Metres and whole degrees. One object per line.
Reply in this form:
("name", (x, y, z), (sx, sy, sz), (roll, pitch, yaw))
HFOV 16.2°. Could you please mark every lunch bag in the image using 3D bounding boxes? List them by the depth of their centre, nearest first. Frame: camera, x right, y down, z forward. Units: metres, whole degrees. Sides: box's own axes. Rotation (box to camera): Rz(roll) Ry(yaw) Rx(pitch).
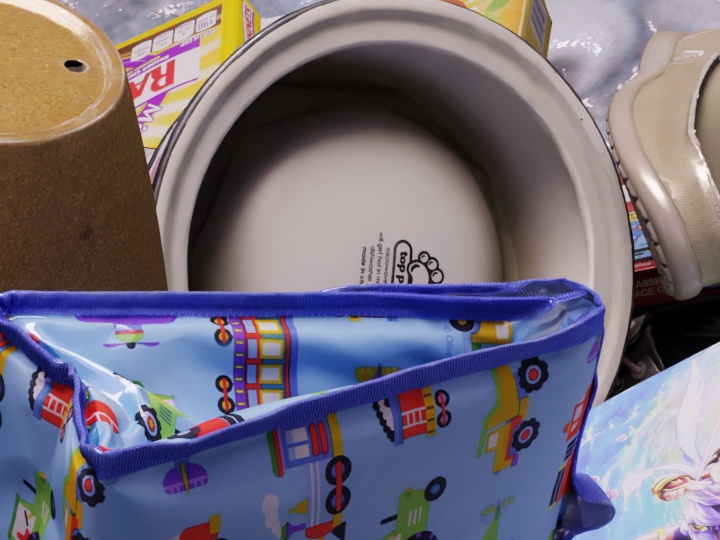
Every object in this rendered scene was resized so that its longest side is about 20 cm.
("lunch bag", (-0.008, 0.082, 0.764), (0.200, 0.151, 0.094), (-6, 32, -26))

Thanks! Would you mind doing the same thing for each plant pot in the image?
("plant pot", (-0.136, 0.013, 0.816), (0.186, 0.200, 0.187), (10, 34, -7))

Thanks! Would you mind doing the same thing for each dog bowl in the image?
("dog bowl", (0.000, 0.000, 0.948), (0.200, 0.200, 0.074), (-37, 13, -23))

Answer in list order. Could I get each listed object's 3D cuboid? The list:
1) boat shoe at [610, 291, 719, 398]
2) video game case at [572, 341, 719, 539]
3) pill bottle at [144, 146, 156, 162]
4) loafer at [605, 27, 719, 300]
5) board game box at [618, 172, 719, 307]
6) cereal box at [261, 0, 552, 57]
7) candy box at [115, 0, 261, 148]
("boat shoe", (0.145, 0.029, 1.006), (0.200, 0.057, 0.067), (-13, 42, 1))
("video game case", (0.152, 0.083, 0.843), (0.181, 0.046, 0.200), (-26, 27, -5))
("pill bottle", (-0.099, 0.002, 1.049), (0.200, 0.110, 0.110), (10, 46, 8))
("loafer", (0.143, -0.055, 0.998), (0.068, 0.076, 0.200), (-17, 22, 17))
("board game box", (0.118, -0.015, 1.049), (0.200, 0.019, 0.103), (-11, 23, 15))
("cereal box", (-0.018, -0.065, 1.144), (0.200, 0.040, 0.144), (-9, 41, 21))
("candy box", (-0.136, -0.053, 1.150), (0.200, 0.026, 0.102), (-23, 40, 17))
